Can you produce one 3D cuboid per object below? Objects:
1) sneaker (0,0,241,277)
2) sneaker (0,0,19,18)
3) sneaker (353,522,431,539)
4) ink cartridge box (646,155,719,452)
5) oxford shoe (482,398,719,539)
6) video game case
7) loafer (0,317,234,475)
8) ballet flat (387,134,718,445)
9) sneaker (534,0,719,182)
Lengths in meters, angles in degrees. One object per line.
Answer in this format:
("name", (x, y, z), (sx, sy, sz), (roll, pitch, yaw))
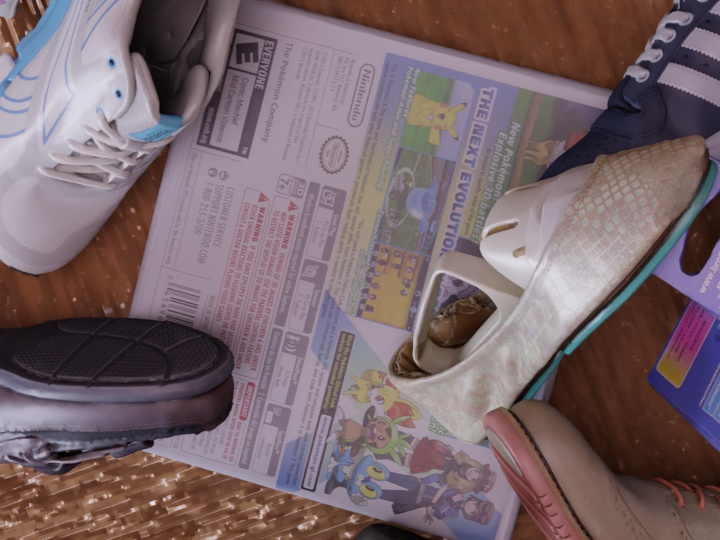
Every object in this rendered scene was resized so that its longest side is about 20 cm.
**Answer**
("sneaker", (-0.099, -0.068, 0.826), (0.075, 0.087, 0.200), (8, 125, -32))
("sneaker", (-0.084, -0.173, 0.855), (0.200, 0.075, 0.100), (-24, 130, -1))
("sneaker", (0.060, 0.195, 0.868), (0.199, 0.076, 0.114), (38, 94, -4))
("ink cartridge box", (0.204, 0.020, 0.788), (0.200, 0.076, 0.137), (23, 100, -24))
("oxford shoe", (0.121, 0.103, 0.828), (0.074, 0.071, 0.200), (-42, 126, 4))
("video game case", (0.000, 0.000, 0.880), (0.182, 0.022, 0.200), (15, 98, 6))
("loafer", (-0.138, 0.057, 0.876), (0.200, 0.072, 0.063), (1, 112, 26))
("ballet flat", (0.061, 0.006, 0.780), (0.062, 0.067, 0.200), (31, 141, -2))
("sneaker", (0.136, -0.099, 0.818), (0.200, 0.070, 0.109), (-30, 96, -1))
